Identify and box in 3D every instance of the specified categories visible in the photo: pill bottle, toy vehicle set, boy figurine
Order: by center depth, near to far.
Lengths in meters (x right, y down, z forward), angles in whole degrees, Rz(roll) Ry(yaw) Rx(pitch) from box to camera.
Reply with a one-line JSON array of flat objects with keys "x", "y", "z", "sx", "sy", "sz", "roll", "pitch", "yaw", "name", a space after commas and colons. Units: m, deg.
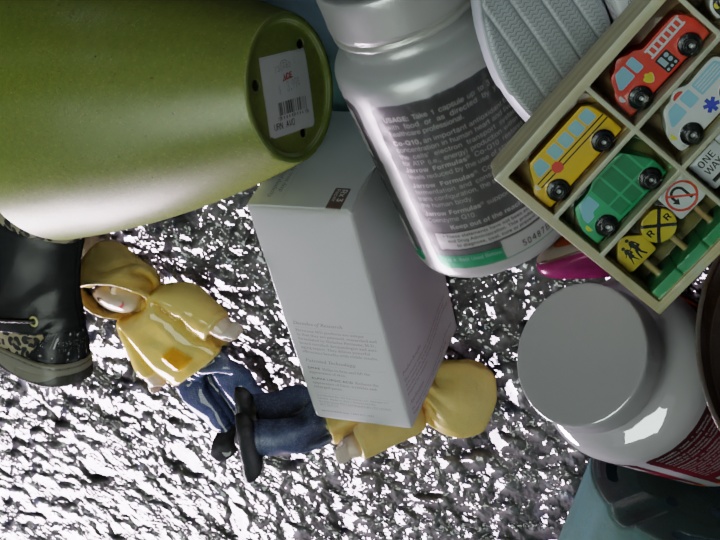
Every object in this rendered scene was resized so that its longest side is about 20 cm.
[{"x": 0.179, "y": -0.088, "z": 0.728, "sx": 0.124, "sy": 0.027, "sz": 0.200, "roll": 36, "pitch": 108, "yaw": -14, "name": "toy vehicle set"}, {"x": 0.052, "y": -0.104, "z": 0.852, "sx": 0.113, "sy": 0.113, "sz": 0.200, "roll": -5, "pitch": 130, "yaw": 29, "name": "pill bottle"}, {"x": 0.185, "y": 0.070, "z": 0.875, "sx": 0.113, "sy": 0.114, "sz": 0.200, "roll": -15, "pitch": 158, "yaw": 33, "name": "pill bottle"}, {"x": 0.004, "y": 0.103, "z": 1.058, "sx": 0.199, "sy": 0.124, "sz": 0.065, "roll": -10, "pitch": 117, "yaw": -4, "name": "boy figurine"}, {"x": -0.146, "y": 0.057, "z": 1.119, "sx": 0.124, "sy": 0.065, "sz": 0.200, "roll": -25, "pitch": 111, "yaw": 40, "name": "boy figurine"}]

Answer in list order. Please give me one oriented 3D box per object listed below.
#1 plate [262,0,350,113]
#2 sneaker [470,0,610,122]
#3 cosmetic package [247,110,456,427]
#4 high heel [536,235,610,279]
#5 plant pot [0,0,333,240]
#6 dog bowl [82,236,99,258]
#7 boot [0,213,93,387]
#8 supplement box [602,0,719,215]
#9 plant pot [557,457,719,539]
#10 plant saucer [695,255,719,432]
[{"x": -0.012, "y": -0.187, "z": 0.915, "sx": 0.199, "sy": 0.026, "sz": 0.201, "roll": 13, "pitch": 128, "yaw": 18, "name": "plate"}, {"x": 0.117, "y": -0.104, "z": 0.797, "sx": 0.073, "sy": 0.071, "sz": 0.201, "roll": -29, "pitch": 110, "yaw": 2, "name": "sneaker"}, {"x": 0.000, "y": 0.000, "z": 0.969, "sx": 0.081, "sy": 0.113, "sz": 0.201, "roll": 3, "pitch": 130, "yaw": 25, "name": "cosmetic package"}, {"x": 0.214, "y": -0.002, "z": 0.868, "sx": 0.199, "sy": 0.067, "sz": 0.097, "roll": -15, "pitch": 108, "yaw": 8, "name": "high heel"}, {"x": -0.123, "y": -0.113, "z": 0.903, "sx": 0.199, "sy": 0.187, "sz": 0.188, "roll": 1, "pitch": 123, "yaw": 33, "name": "plant pot"}, {"x": -0.317, "y": -0.038, "z": 1.150, "sx": 0.199, "sy": 0.059, "sz": 0.201, "roll": 13, "pitch": 126, "yaw": 18, "name": "dog bowl"}, {"x": -0.283, "y": -0.013, "z": 1.073, "sx": 0.203, "sy": 0.073, "sz": 0.154, "roll": 23, "pitch": 118, "yaw": 27, "name": "boot"}, {"x": 0.190, "y": -0.147, "z": 0.773, "sx": 0.103, "sy": 0.101, "sz": 0.201, "roll": -26, "pitch": 111, "yaw": 10, "name": "supplement box"}, {"x": 0.216, "y": 0.230, "z": 0.997, "sx": 0.199, "sy": 0.200, "sz": 0.197, "roll": 18, "pitch": 120, "yaw": 14, "name": "plant pot"}, {"x": 0.283, "y": 0.050, "z": 0.808, "sx": 0.200, "sy": 0.201, "sz": 0.034, "roll": 36, "pitch": 165, "yaw": 0, "name": "plant saucer"}]
